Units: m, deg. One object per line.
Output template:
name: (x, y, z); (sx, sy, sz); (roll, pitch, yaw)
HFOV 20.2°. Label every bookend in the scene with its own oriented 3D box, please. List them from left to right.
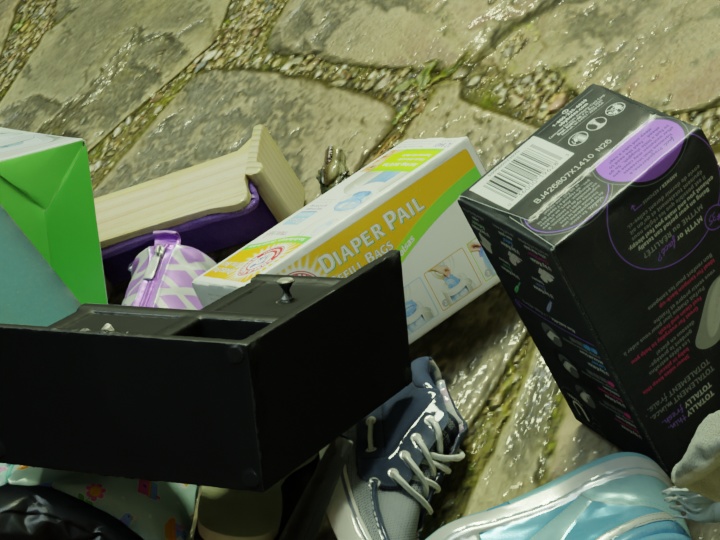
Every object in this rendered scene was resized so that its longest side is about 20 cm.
bookend: (-0.100, 0.053, 1.267); (0.198, 0.092, 0.200); (3, 17, 28)

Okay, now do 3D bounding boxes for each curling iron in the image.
curling iron: (-0.058, 0.190, 1.243); (0.026, 0.050, 0.200); (36, 95, 48)

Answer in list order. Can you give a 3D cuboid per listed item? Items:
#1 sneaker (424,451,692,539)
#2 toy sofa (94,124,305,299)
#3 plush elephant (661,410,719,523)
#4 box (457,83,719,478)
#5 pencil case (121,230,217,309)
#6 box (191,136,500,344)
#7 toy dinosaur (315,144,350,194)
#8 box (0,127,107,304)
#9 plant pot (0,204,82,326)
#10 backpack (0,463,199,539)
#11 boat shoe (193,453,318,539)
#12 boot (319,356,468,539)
sneaker: (0.106, 0.191, 1.149); (0.200, 0.080, 0.131); (-31, 32, 1)
toy sofa: (-0.149, -0.034, 1.643); (0.200, 0.083, 0.098); (-17, 39, 19)
plush elephant: (0.245, 0.103, 1.049); (0.200, 0.155, 0.165); (20, 55, 30)
box: (0.167, 0.007, 1.232); (0.122, 0.200, 0.106); (-39, 34, -13)
pencil case: (-0.157, 0.062, 1.519); (0.084, 0.086, 0.200); (1, 43, 11)
box: (0.000, 0.000, 1.420); (0.200, 0.101, 0.112); (-34, 14, -17)
toy dinosaur: (-0.012, -0.031, 1.568); (0.088, 0.047, 0.200); (-27, 31, 33)
box: (-0.285, -0.006, 1.587); (0.097, 0.200, 0.176); (-18, 19, -38)
plant pot: (-0.307, 0.075, 1.398); (0.200, 0.141, 0.141); (-34, -9, -41)
backpack: (-0.177, 0.159, 1.333); (0.127, 0.167, 0.200); (-49, 13, 20)
boat shoe: (-0.070, 0.150, 1.345); (0.074, 0.063, 0.201); (7, 25, 5)
boot: (0.027, 0.128, 1.297); (0.090, 0.073, 0.200); (-31, 32, 9)
